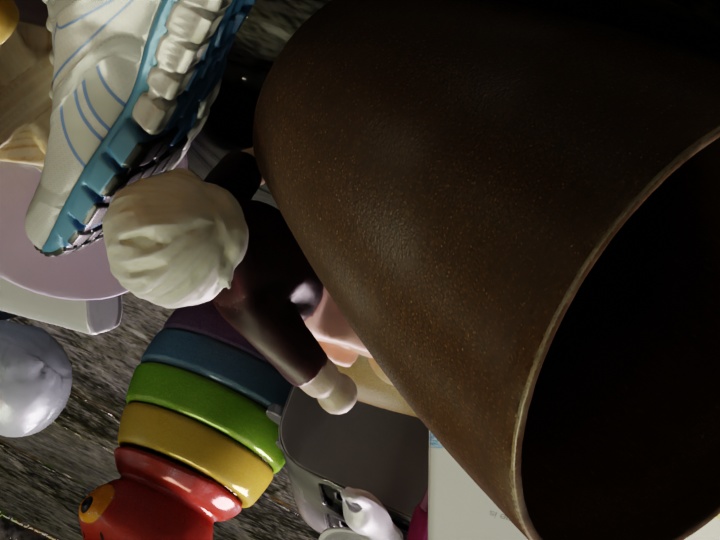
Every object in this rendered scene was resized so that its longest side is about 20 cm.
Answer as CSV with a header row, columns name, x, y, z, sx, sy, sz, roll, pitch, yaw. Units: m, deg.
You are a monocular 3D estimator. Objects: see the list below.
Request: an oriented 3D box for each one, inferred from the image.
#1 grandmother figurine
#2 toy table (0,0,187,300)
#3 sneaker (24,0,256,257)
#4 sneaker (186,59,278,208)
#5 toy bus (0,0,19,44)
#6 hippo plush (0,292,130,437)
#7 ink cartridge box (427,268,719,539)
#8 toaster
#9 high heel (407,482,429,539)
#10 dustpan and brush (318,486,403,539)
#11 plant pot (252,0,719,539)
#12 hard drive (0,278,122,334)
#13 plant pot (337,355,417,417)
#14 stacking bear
name,x,y,z,sx,sy,sz,roll,pitch,yaw
grandmother figurine,-0.033,0.003,1.116,0.200,0.061,0.122,20,-146,-57
toy table,-0.138,-0.073,1.170,0.200,0.184,0.117,43,172,-17
sneaker,-0.093,-0.095,1.062,0.086,0.200,0.075,35,-149,8
sneaker,-0.004,-0.041,1.239,0.199,0.076,0.091,18,157,19
toy bus,-0.171,-0.164,0.949,0.191,0.201,0.136,-18,142,20
hippo plush,-0.219,0.003,1.576,0.199,0.161,0.159,21,166,17
ink cartridge box,0.108,0.063,1.181,0.144,0.085,0.201,15,133,16
toaster,0.052,0.103,1.553,0.199,0.119,0.181,24,167,7
high heel,0.099,0.129,1.389,0.067,0.097,0.200,13,-176,37
dustpan and brush,0.020,0.161,1.488,0.139,0.058,0.200,17,171,25
plant pot,0.057,-0.021,1.027,0.200,0.187,0.187,35,174,37
hard drive,-0.203,-0.049,1.458,0.199,0.133,0.026,13,-159,42
plant pot,0.064,0.060,1.375,0.199,0.028,0.200,10,-177,-1
stacking bear,-0.099,0.100,1.633,0.114,0.201,0.121,34,164,-29
